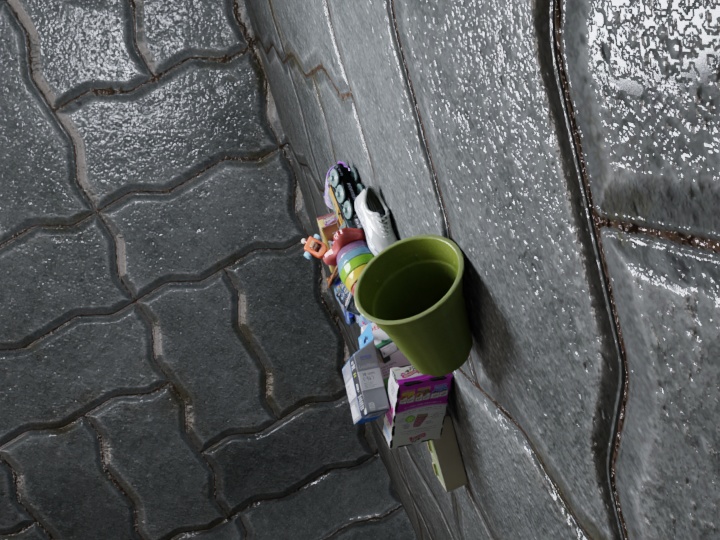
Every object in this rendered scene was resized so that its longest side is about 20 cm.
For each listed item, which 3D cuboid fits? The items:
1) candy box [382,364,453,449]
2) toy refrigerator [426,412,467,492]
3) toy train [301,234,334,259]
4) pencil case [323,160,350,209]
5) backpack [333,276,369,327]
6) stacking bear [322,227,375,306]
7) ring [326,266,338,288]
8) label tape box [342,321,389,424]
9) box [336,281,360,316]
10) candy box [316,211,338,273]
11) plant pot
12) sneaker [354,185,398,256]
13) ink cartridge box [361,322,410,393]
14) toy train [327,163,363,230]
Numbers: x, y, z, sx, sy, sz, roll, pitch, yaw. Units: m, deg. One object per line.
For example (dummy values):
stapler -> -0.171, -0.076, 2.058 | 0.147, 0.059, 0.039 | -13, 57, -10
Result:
candy box -> 0.127, 0.304, 1.558 | 0.061, 0.132, 0.205 | -119, 28, -51
toy refrigerator -> 0.208, 0.450, 1.738 | 0.076, 0.068, 0.205 | -132, 24, -69
toy train -> -0.069, -0.107, 1.890 | 0.148, 0.203, 0.056 | 31, 169, 10
pencil case -> -0.063, -0.240, 1.992 | 0.200, 0.082, 0.088 | 118, 168, -79
backpack -> 0.011, 0.110, 2.101 | 0.183, 0.131, 0.204 | 90, 157, -70
stacking bear -> 0.006, 0.017, 1.598 | 0.122, 0.111, 0.203 | -58, 46, 43
ring -> -0.055, -0.040, 2.089 | 0.019, 0.204, 0.201 | 28, 169, 1
label tape box -> 0.004, 0.243, 1.607 | 0.145, 0.061, 0.205 | 120, 139, -65
box -> 0.000, 0.000, 1.805 | 0.159, 0.045, 0.205 | -137, 67, -74
candy box -> -0.064, -0.096, 2.186 | 0.057, 0.114, 0.203 | -118, 11, -45
plant pot -> 0.114, 0.078, 1.192 | 0.192, 0.197, 0.201 | 59, 180, -37
sneaker -> 0.043, -0.103, 1.584 | 0.203, 0.072, 0.071 | 61, 153, 19
ink cartridge box -> 0.098, 0.211, 1.665 | 0.085, 0.142, 0.203 | 84, 164, -55
toy train -> -0.037, -0.182, 1.816 | 0.204, 0.083, 0.115 | 67, 149, 27
